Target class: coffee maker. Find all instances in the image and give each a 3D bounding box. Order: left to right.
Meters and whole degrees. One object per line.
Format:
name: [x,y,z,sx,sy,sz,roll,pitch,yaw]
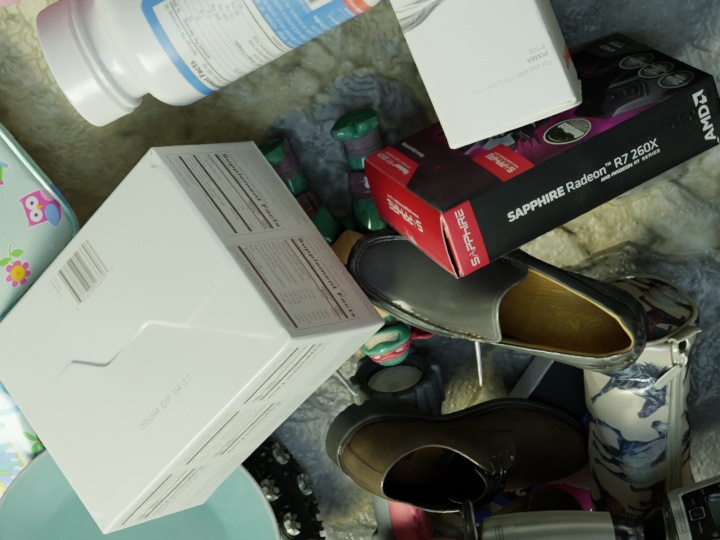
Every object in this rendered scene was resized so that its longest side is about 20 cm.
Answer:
coffee maker: [0.174,0.222,1.403,0.199,0.135,0.192,-7,154,2]

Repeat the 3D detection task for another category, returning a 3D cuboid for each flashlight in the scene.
flashlight: [0.037,0.154,1.514,0.068,0.068,0.201,-17,120,-10]

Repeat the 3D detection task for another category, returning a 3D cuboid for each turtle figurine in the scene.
turtle figurine: [0.000,0.000,1.406,0.149,0.101,0.201,-23,103,-6]

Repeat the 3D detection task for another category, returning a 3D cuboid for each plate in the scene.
plate: [-0.152,0.196,1.407,0.199,0.201,0.026,3,151,-4]

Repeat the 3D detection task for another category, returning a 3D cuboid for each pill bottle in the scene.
pill bottle: [-0.095,-0.171,1.298,0.200,0.112,0.112,-26,118,12]

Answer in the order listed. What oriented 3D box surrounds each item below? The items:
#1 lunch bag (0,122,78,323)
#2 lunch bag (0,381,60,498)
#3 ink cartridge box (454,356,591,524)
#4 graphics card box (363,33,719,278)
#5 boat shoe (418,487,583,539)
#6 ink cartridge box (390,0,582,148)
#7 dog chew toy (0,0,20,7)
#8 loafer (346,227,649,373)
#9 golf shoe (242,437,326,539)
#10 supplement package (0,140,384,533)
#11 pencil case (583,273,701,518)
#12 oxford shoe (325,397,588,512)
lunch bag: [-0.292,-0.010,1.365,0.200,0.077,0.160,-44,118,-8]
lunch bag: [-0.279,0.139,1.483,0.160,0.083,0.200,-19,119,7]
ink cartridge box: [0.143,0.123,1.520,0.094,0.037,0.200,25,118,-16]
graphics card box: [0.114,-0.076,1.316,0.200,0.125,0.051,-26,116,-13]
boat shoe: [0.073,0.229,1.503,0.199,0.072,0.076,-20,142,-7]
ink cartridge box: [0.057,-0.183,1.243,0.083,0.147,0.201,-21,98,9]
dog chew toy: [-0.210,-0.215,1.216,0.124,0.200,0.125,-1,119,-1]
loafer: [0.088,0.015,1.331,0.199,0.072,0.073,13,91,3]
golf shoe: [-0.100,0.151,1.509,0.088,0.077,0.200,-31,108,22]
supplement package: [-0.116,0.040,1.342,0.200,0.111,0.156,-45,71,27]
pencil case: [0.195,0.107,1.441,0.078,0.089,0.201,-16,121,-16]
oxford shoe: [0.080,0.136,1.436,0.199,0.084,0.073,-2,118,-29]
